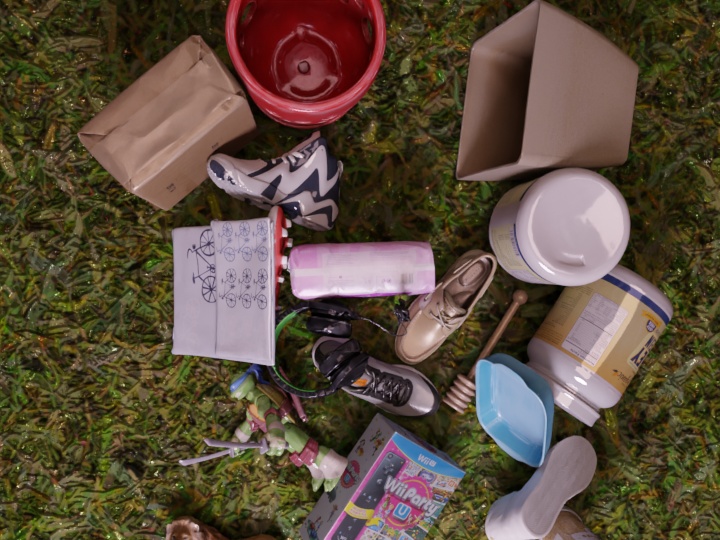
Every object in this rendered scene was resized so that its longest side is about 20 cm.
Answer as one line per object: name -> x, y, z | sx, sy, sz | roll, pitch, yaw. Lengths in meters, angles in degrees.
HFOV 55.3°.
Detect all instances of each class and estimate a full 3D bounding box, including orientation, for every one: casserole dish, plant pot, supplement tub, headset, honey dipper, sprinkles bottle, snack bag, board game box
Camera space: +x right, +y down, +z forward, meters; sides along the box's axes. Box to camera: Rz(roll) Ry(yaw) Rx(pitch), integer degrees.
casserole dish -> 0.216, 0.189, 0.946 | 0.039, 0.202, 0.121 | -35, 48, -25
plant pot -> 0.259, -0.219, 0.937 | 0.174, 0.200, 0.203 | 7, 90, -15
supplement tub -> 0.324, 0.099, 0.961 | 0.144, 0.144, 0.201 | 34, 89, -4
headset -> -0.030, 0.090, 0.891 | 0.197, 0.094, 0.125 | -18, 77, 0
honey dipper -> 0.186, 0.114, 1.007 | 0.038, 0.038, 0.201 | 32, 86, -4
supplement tub -> 0.256, -0.055, 0.927 | 0.143, 0.200, 0.147 | 0, 91, -4
sprinkles bottle -> 0.302, 0.386, 0.934 | 0.067, 0.200, 0.069 | 0, 91, -4
snack bag -> -0.192, 0.026, 0.927 | 0.198, 0.021, 0.192 | 1, 92, 34
board game box -> 0.032, 0.324, 0.962 | 0.147, 0.064, 0.201 | 34, 88, -27
plant pot -> -0.070, -0.290, 0.910 | 0.197, 0.182, 0.204 | 0, 90, -3

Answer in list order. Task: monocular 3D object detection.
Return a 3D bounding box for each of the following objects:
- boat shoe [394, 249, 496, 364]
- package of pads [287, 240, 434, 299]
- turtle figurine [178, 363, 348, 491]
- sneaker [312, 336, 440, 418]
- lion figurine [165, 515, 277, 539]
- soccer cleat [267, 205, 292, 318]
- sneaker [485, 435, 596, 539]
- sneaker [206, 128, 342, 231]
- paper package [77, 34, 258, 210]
boat shoe -> 0.122, 0.052, 0.985 | 0.072, 0.065, 0.200 | 42, 90, -3
package of pads -> 0.000, 0.000, 0.950 | 0.197, 0.121, 0.077 | -3, 90, -3
turtle figurine -> -0.128, 0.247, 0.936 | 0.193, 0.201, 0.144 | 38, 122, -8
sneaker -> 0.020, 0.159, 0.971 | 0.198, 0.079, 0.075 | 25, 96, -4
lion figurine -> -0.178, 0.410, 0.975 | 0.197, 0.072, 0.124 | 3, 77, -18
soccer cleat -> -0.144, 0.004, 0.941 | 0.084, 0.069, 0.202 | 11, 118, -2
sneaker -> 0.255, 0.318, 0.996 | 0.199, 0.116, 0.074 | -30, 79, -38
sneaker -> -0.106, -0.148, 0.948 | 0.197, 0.079, 0.131 | 22, 79, -22
paper package -> -0.237, -0.181, 0.891 | 0.190, 0.200, 0.104 | -40, 92, -3
